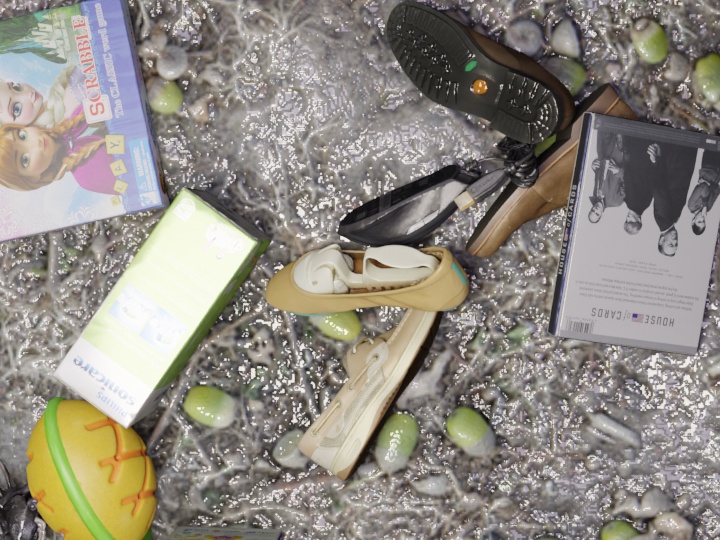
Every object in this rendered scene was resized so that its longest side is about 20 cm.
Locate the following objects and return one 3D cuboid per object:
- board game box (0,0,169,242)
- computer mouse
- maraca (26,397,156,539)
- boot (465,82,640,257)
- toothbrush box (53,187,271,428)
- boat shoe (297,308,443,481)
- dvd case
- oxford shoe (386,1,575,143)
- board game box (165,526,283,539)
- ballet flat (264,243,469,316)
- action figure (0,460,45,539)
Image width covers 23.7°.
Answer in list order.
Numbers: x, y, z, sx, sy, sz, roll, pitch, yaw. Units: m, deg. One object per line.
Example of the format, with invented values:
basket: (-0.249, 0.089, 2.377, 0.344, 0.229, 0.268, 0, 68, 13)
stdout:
board game box: (-0.294, -0.136, 1.589, 0.197, 0.041, 0.202, -13, 91, 3)
computer mouse: (0.076, -0.057, 1.531, 0.198, 0.141, 0.046, -26, 104, 3)
maraca: (-0.227, 0.201, 1.519, 0.106, 0.137, 0.201, -24, 112, 8)
boot: (0.180, -0.074, 1.560, 0.200, 0.074, 0.075, -45, 99, 1)
toothbrush box: (-0.173, 0.031, 1.536, 0.086, 0.146, 0.201, 34, 93, 1)
boat shoe: (0.012, 0.091, 1.568, 0.065, 0.072, 0.201, 30, 90, 11)
dvd case: (0.254, -0.032, 1.547, 0.149, 0.025, 0.202, 8, 95, -20)
oxford shoe: (0.109, -0.180, 1.561, 0.199, 0.084, 0.073, 37, 118, 18)
board game box: (-0.129, 0.295, 1.513, 0.104, 0.200, 0.104, 1, 91, 3)
ballet flat: (0.000, 0.000, 1.546, 0.198, 0.063, 0.069, -2, 51, 19)
action figure: (-0.291, 0.270, 1.573, 0.118, 0.102, 0.201, -34, 63, 11)
